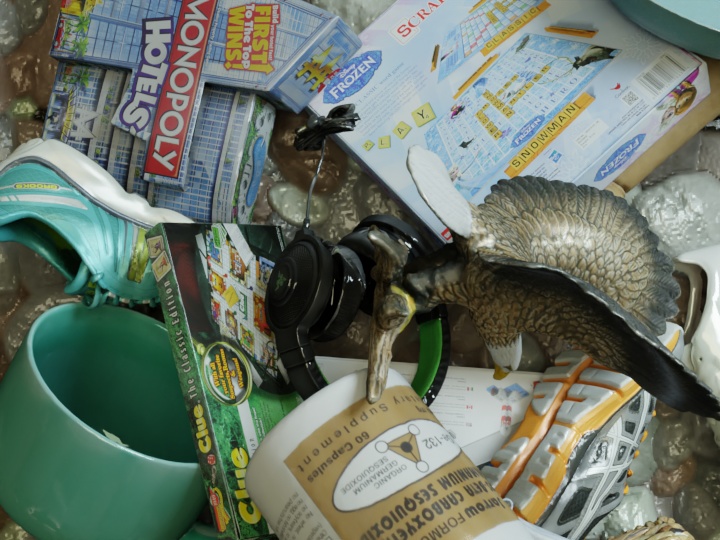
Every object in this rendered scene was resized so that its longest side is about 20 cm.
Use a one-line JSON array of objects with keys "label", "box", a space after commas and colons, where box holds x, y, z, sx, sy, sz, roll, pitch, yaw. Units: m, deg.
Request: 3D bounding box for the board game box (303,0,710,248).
[{"label": "board game box", "box": [0.090, -0.119, 0.958, 0.200, 0.041, 0.200, -41, 60, -3]}]

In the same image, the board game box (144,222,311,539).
[{"label": "board game box", "box": [-0.068, 0.067, 0.900, 0.023, 0.105, 0.201, -26, 72, 37]}]

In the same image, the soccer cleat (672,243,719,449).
[{"label": "soccer cleat", "box": [0.248, 0.081, 0.965, 0.077, 0.069, 0.201, 0, 77, -9]}]

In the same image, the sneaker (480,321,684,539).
[{"label": "sneaker", "box": [0.147, 0.112, 0.930, 0.200, 0.078, 0.077, -47, 114, -19]}]

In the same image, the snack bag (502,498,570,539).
[{"label": "snack bag", "box": [0.078, 0.228, 0.872, 0.199, 0.021, 0.189, 20, 112, 27]}]

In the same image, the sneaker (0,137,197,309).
[{"label": "sneaker", "box": [-0.159, -0.003, 0.945, 0.200, 0.078, 0.080, 31, 52, -10]}]

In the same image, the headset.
[{"label": "headset", "box": [0.000, 0.000, 0.908, 0.123, 0.094, 0.201, -16, 87, -39]}]

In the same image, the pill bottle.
[{"label": "pill bottle", "box": [0.034, 0.162, 0.801, 0.114, 0.114, 0.200, -39, 68, -3]}]

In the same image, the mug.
[{"label": "mug", "box": [-0.155, 0.122, 0.916, 0.185, 0.152, 0.115, 48, 119, 30]}]

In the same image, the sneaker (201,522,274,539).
[{"label": "sneaker", "box": [-0.088, 0.270, 0.949, 0.084, 0.073, 0.201, 3, 84, 3]}]

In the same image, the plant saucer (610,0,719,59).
[{"label": "plant saucer", "box": [0.229, -0.191, 0.944, 0.199, 0.200, 0.036, 21, 129, 2]}]

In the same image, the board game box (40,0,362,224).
[{"label": "board game box", "box": [-0.109, -0.126, 0.966, 0.199, 0.062, 0.201, 11, 85, 18]}]

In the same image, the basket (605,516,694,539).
[{"label": "basket", "box": [0.188, 0.281, 0.887, 0.142, 0.149, 0.201, -25, 102, -2]}]

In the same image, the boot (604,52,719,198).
[{"label": "boot", "box": [0.200, -0.081, 0.960, 0.200, 0.066, 0.175, -41, 62, -3]}]

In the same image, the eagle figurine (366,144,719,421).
[{"label": "eagle figurine", "box": [0.104, 0.013, 0.832, 0.199, 0.151, 0.152, 0, 75, 3]}]

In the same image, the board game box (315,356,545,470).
[{"label": "board game box", "box": [0.048, 0.127, 0.961, 0.199, 0.035, 0.127, 5, 77, -7]}]
